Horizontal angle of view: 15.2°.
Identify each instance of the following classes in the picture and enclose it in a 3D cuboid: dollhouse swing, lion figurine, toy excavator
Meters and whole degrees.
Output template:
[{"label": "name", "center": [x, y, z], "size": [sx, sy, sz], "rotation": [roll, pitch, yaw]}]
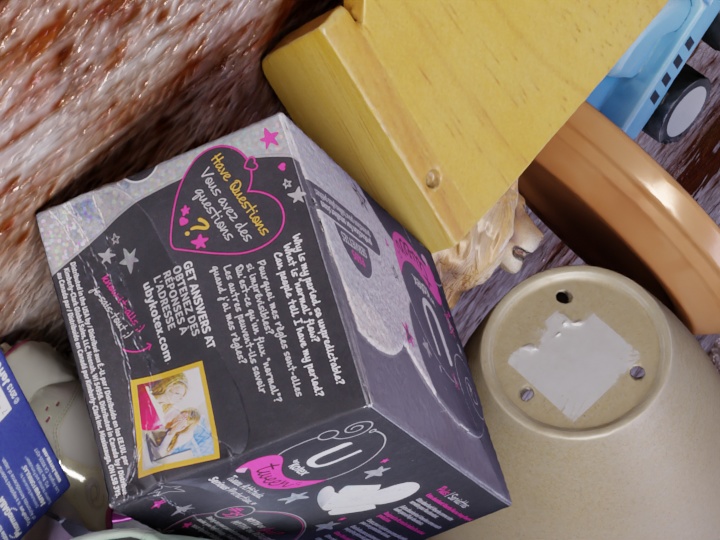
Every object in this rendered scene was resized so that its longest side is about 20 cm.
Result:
[{"label": "dollhouse swing", "center": [0.025, -0.125, 1.261], "size": [0.200, 0.176, 0.182], "rotation": [-49, 125, -23]}, {"label": "lion figurine", "center": [0.000, 0.000, 1.354], "size": [0.072, 0.200, 0.123], "rotation": [25, 74, -39]}, {"label": "toy excavator", "center": [0.117, -0.119, 1.536], "size": [0.200, 0.100, 0.195], "rotation": [1, 126, -59]}]

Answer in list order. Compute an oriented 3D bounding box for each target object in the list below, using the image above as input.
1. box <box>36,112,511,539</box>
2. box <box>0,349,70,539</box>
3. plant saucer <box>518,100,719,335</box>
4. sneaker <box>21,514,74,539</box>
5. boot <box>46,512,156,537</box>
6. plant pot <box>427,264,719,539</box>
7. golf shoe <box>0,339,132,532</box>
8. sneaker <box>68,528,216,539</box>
[{"label": "box", "center": [-0.030, 0.038, 1.102], "size": [0.114, 0.132, 0.200], "rotation": [-21, 158, 11]}, {"label": "box", "center": [-0.195, 0.110, 0.978], "size": [0.200, 0.032, 0.121], "rotation": [-50, 146, -25]}, {"label": "plant saucer", "center": [0.126, -0.033, 1.394], "size": [0.037, 0.200, 0.200], "rotation": [-46, 167, -4]}, {"label": "sneaker", "center": [-0.154, 0.145, 1.152], "size": [0.200, 0.071, 0.080], "rotation": [58, 52, -71]}, {"label": "boot", "center": [-0.126, 0.133, 1.338], "size": [0.200, 0.072, 0.182], "rotation": [-57, 172, -23]}, {"label": "plant pot", "center": [0.114, 0.084, 1.370], "size": [0.187, 0.187, 0.200], "rotation": [-50, 159, -17]}, {"label": "golf shoe", "center": [-0.108, 0.074, 1.163], "size": [0.075, 0.091, 0.200], "rotation": [-58, 169, 12]}, {"label": "sneaker", "center": [-0.033, 0.138, 1.028], "size": [0.118, 0.200, 0.074], "rotation": [97, -5, -79]}]
